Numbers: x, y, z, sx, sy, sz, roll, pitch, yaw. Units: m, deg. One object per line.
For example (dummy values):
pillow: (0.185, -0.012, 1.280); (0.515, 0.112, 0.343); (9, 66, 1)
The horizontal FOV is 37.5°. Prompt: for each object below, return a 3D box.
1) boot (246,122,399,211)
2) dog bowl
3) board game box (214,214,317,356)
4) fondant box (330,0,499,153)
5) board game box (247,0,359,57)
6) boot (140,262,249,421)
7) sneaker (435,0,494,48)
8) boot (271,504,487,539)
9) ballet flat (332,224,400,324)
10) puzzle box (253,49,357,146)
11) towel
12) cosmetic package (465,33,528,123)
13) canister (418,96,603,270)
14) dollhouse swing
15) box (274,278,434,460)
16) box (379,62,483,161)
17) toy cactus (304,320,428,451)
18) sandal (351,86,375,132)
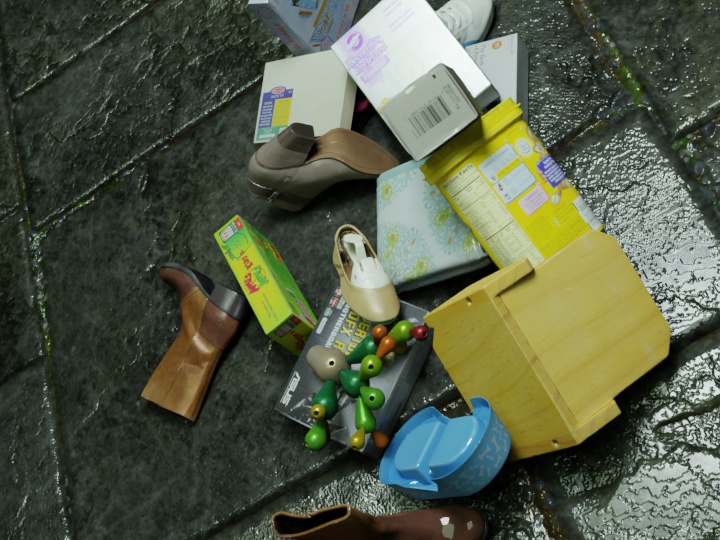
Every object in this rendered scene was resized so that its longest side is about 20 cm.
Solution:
boot: (-0.062, -0.139, 1.538); (0.146, 0.199, 0.071); (-52, 27, 44)
dog bowl: (0.100, 0.214, 1.242); (0.200, 0.050, 0.112); (-23, 31, 55)
board game box: (-0.127, 0.023, 1.491); (0.047, 0.102, 0.201); (-38, 53, 8)
fondant box: (0.073, -0.273, 1.452); (0.144, 0.058, 0.201); (-39, 72, 13)
board game box: (-0.075, -0.434, 1.627); (0.041, 0.199, 0.202); (6, 69, 33)
boot: (-0.267, 0.101, 1.575); (0.187, 0.068, 0.201); (25, 88, 29)
sneaker: (0.115, -0.338, 1.531); (0.200, 0.081, 0.077); (-44, 69, -1)
boot: (0.027, 0.285, 1.199); (0.187, 0.200, 0.069); (-10, 60, 26)
ballet flat: (0.000, 0.000, 1.395); (0.068, 0.064, 0.200); (-11, 29, -14)
puzzle box: (-0.083, -0.260, 1.608); (0.199, 0.025, 0.134); (2, 81, 46)
towel: (0.095, -0.070, 1.404); (0.199, 0.048, 0.173); (-19, 61, 43)
cosmetic package: (0.186, -0.224, 1.463); (0.082, 0.051, 0.202); (-9, 63, 26)
canister: (0.186, -0.089, 1.294); (0.148, 0.087, 0.201); (-37, 90, -27)
dollhouse swing: (0.220, 0.078, 1.231); (0.175, 0.201, 0.181); (-34, 1, -34)
box: (-0.004, 0.127, 1.400); (0.158, 0.048, 0.201); (20, 78, 36)
box: (0.092, -0.194, 1.300); (0.095, 0.200, 0.078); (-36, 92, 14)
toy cactus: (-0.008, 0.135, 1.328); (0.201, 0.102, 0.165); (-58, 35, -4)
sandal: (-0.005, -0.259, 1.595); (0.200, 0.045, 0.075); (-43, 54, 5)
